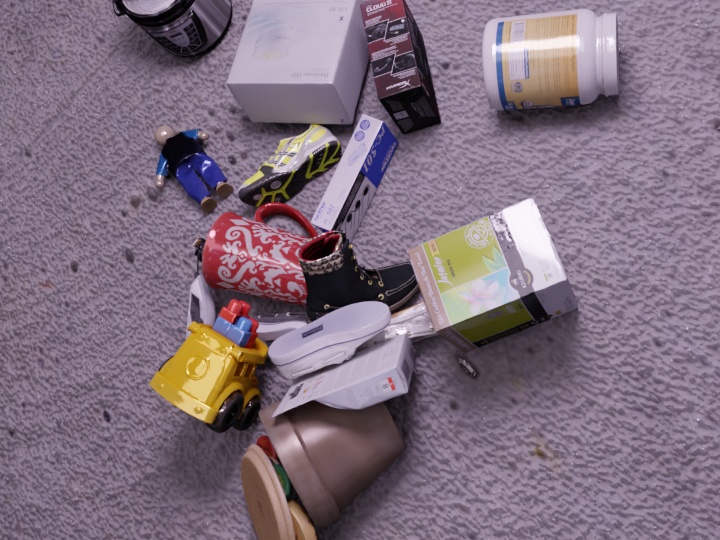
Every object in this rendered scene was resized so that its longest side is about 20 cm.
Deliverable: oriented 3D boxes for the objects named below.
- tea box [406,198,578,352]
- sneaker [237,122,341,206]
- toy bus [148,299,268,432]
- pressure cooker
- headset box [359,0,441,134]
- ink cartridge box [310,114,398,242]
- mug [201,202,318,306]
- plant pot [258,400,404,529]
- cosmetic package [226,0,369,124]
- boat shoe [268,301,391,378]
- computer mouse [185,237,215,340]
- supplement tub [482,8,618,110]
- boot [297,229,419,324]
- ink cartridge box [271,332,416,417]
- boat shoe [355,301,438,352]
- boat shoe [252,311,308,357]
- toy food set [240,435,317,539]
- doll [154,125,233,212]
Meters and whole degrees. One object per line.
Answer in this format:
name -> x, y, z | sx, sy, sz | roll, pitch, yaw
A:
tea box -> 0.198, 0.015, 1.246 | 0.196, 0.200, 0.134 | -24, 70, 11
sneaker -> -0.130, -0.183, 1.488 | 0.199, 0.075, 0.077 | -31, 60, -1
toy bus -> -0.213, 0.143, 1.351 | 0.135, 0.200, 0.193 | 27, 88, 18
pressure cooker -> -0.355, -0.513, 1.575 | 0.178, 0.200, 0.176 | 28, 86, 23
headset box -> 0.067, -0.353, 1.415 | 0.077, 0.149, 0.201 | -14, 71, 15
ink cartridge box -> -0.008, -0.149, 1.418 | 0.044, 0.094, 0.201 | 23, 84, 23
mug -> -0.139, -0.032, 1.417 | 0.199, 0.133, 0.178 | 15, 83, 19
plant pot -> -0.034, 0.262, 1.286 | 0.173, 0.200, 0.200 | -27, 68, -8
cosmetic package -> -0.100, -0.370, 1.473 | 0.198, 0.123, 0.201 | 4, 68, 20
boat shoe -> -0.040, 0.108, 1.294 | 0.199, 0.066, 0.074 | -20, 32, 14
computer mouse -> -0.271, 0.043, 1.471 | 0.044, 0.110, 0.201 | 4, 89, -3
supplement tub -> 0.300, -0.330, 1.329 | 0.199, 0.145, 0.145 | 0, 76, 19
boot -> 0.000, 0.001, 1.317 | 0.203, 0.154, 0.074 | -23, 43, -14
ink cartridge box -> -0.018, 0.170, 1.252 | 0.199, 0.162, 0.050 | -26, 98, 13
boat shoe -> 0.044, 0.113, 1.345 | 0.199, 0.071, 0.070 | -25, 76, 13
boat shoe -> -0.145, 0.098, 1.417 | 0.199, 0.070, 0.066 | -10, 28, 37
toy food set -> -0.132, 0.356, 1.297 | 0.048, 0.200, 0.199 | -15, 75, -23
doll -> -0.324, -0.197, 1.565 | 0.136, 0.048, 0.200 | -42, 67, 4
